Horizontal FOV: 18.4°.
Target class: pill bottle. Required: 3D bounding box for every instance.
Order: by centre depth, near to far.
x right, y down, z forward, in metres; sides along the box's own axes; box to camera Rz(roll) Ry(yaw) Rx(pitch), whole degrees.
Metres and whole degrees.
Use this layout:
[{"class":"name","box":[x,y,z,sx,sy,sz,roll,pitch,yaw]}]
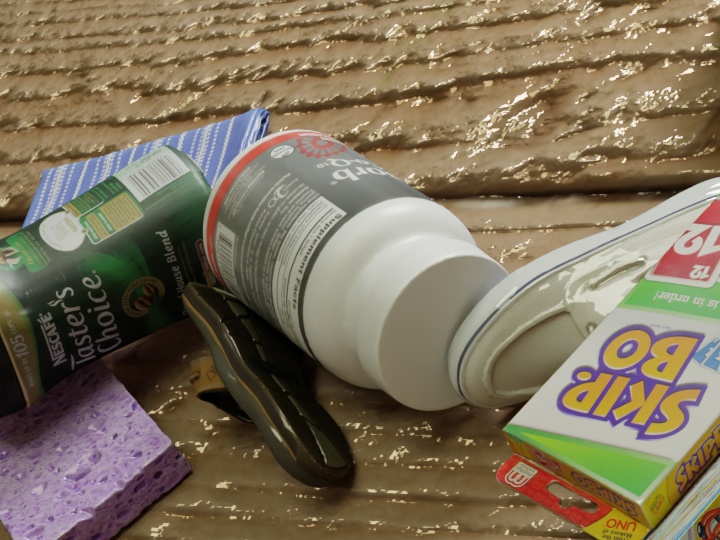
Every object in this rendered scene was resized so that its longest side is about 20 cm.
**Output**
[{"class":"pill bottle","box":[0.000,0.000,1.294,0.116,0.116,0.200,-42,37,-10]}]

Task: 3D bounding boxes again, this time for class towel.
[{"class":"towel","box":[-0.161,-0.045,1.550,0.200,0.024,0.145,-13,40,27]}]

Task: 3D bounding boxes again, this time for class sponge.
[{"class":"sponge","box":[-0.192,0.107,1.395,0.112,0.030,0.200,-39,36,-8]}]

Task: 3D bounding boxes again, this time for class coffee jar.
[{"class":"coffee jar","box":[-0.178,0.010,1.386,0.200,0.104,0.085,-29,46,-16]}]

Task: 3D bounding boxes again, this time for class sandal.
[{"class":"sandal","box":[-0.065,0.071,1.315,0.055,0.082,0.200,-51,41,14]}]

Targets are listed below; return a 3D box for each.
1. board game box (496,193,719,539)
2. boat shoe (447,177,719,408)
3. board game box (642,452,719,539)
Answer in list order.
[{"class":"board game box","box":[0.159,0.047,1.111,0.095,0.030,0.200,26,67,43]},{"class":"boat shoe","box":[0.142,0.023,1.200,0.200,0.071,0.070,-27,33,-1]},{"class":"board game box","box":[0.180,0.101,1.028,0.200,0.034,0.134,-47,-5,-10]}]
